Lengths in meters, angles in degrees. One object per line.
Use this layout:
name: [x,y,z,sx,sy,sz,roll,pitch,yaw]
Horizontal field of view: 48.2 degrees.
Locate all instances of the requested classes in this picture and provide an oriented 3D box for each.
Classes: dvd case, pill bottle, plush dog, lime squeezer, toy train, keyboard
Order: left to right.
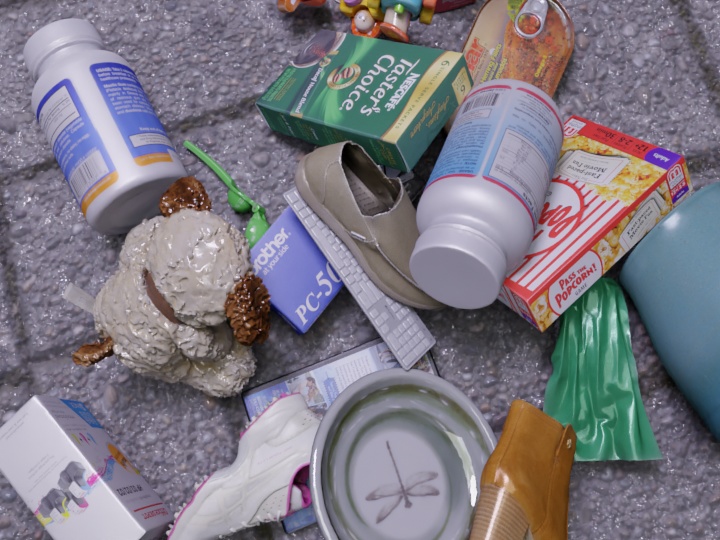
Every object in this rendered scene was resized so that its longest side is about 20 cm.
pill bottle: [-0.266,-0.150,0.823,0.111,0.112,0.203,-28,78,-5]
plush dog: [-0.166,0.016,0.735,0.172,0.159,0.202,-42,76,30]
lime squeezer: [-0.130,-0.054,0.845,0.070,0.037,0.204,-23,77,29]
toy train: [-0.012,-0.272,0.816,0.148,0.198,0.057,13,95,-38]
dvd case: [-0.006,0.154,0.800,0.196,0.018,0.145,-21,78,-2]
keyboard: [0.000,0.000,0.768,0.011,0.056,0.202,-36,89,39]
pill bottle: [0.114,-0.070,0.732,0.107,0.110,0.202,22,57,6]

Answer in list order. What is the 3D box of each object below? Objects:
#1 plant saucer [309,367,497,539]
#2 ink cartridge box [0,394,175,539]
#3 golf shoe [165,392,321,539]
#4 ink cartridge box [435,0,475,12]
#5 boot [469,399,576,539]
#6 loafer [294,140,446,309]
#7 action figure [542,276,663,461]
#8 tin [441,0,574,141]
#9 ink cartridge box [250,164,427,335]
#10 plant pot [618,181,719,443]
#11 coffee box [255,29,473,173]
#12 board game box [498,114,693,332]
plant saucer: [0.040,0.194,0.735,0.196,0.050,0.205,9,66,-21]
ink cartridge box: [-0.241,0.215,0.743,0.068,0.115,0.200,-42,81,-6]
golf shoe: [-0.102,0.211,0.750,0.091,0.075,0.201,41,95,12]
ink cartridge box: [0.078,-0.382,0.818,0.081,0.200,0.150,-10,78,-1]
boot: [0.173,0.220,0.727,0.070,0.202,0.146,0,52,44]
loafer: [0.024,-0.042,0.756,0.199,0.068,0.076,41,53,-10]
action figure: [0.227,0.082,0.791,0.115,0.055,0.205,-1,80,3]
tin: [0.155,-0.207,0.863,0.110,0.042,0.203,25,81,2]
ink cartridge box: [-0.030,-0.043,0.812,0.094,0.044,0.201,40,77,-4]
plant pot: [0.347,0.032,0.738,0.199,0.201,0.189,-36,65,-6]
coffee box: [0.001,-0.176,0.800,0.198,0.044,0.124,24,67,38]
board game box: [0.193,-0.053,0.780,0.199,0.047,0.151,-42,37,-7]
